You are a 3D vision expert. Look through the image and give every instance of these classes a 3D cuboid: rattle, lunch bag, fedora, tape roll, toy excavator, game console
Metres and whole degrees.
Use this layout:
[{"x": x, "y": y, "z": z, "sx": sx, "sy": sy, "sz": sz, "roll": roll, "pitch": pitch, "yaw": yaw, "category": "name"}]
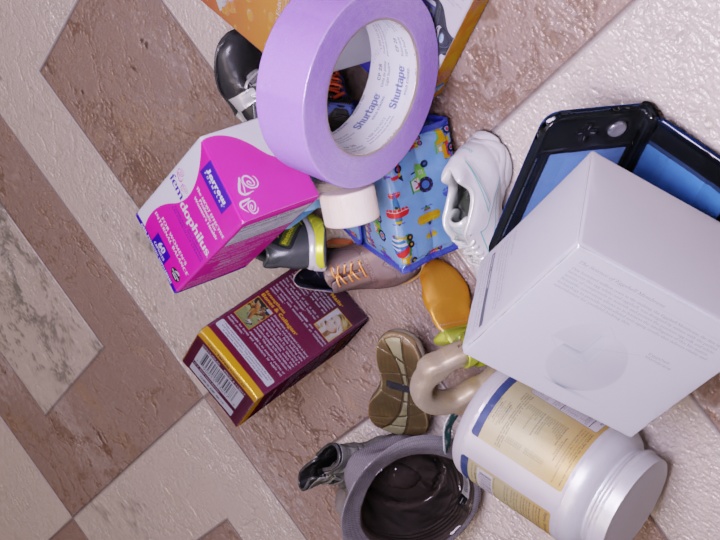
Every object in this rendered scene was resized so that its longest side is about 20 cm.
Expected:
[{"x": 0.101, "y": 0.107, "z": 1.722, "sx": 0.143, "sy": 0.130, "sz": 0.200, "roll": 47, "pitch": 170, "yaw": 29, "category": "rattle"}, {"x": 0.018, "y": -0.105, "z": 1.658, "sx": 0.200, "sy": 0.094, "sz": 0.152, "roll": 26, "pitch": 134, "yaw": 54, "category": "lunch bag"}, {"x": 0.050, "y": 0.261, "z": 1.818, "sx": 0.090, "sy": 0.199, "sz": 0.178, "roll": 45, "pitch": 124, "yaw": 54, "category": "fedora"}, {"x": -0.010, "y": -0.185, "z": 1.452, "sx": 0.065, "sy": 0.200, "sz": 0.201, "roll": 22, "pitch": 132, "yaw": 35, "category": "tape roll"}, {"x": -0.049, "y": -0.093, "z": 1.605, "sx": 0.199, "sy": 0.194, "sz": 0.101, "roll": -4, "pitch": 109, "yaw": 26, "category": "toy excavator"}, {"x": 0.239, "y": -0.049, "z": 1.415, "sx": 0.201, "sy": 0.170, "sz": 0.119, "roll": 108, "pitch": 146, "yaw": -46, "category": "game console"}]

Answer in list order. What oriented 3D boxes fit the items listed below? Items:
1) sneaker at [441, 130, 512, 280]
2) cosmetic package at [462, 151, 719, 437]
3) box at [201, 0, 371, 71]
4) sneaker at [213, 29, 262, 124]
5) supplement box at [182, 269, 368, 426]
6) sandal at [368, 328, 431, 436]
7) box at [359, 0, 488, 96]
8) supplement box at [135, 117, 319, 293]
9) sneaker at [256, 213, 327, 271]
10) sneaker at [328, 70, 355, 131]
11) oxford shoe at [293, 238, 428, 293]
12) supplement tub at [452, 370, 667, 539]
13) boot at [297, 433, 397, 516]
[{"x": 0.123, "y": -0.043, "z": 1.576, "sx": 0.070, "sy": 0.080, "sz": 0.201, "roll": 12, "pitch": 126, "yaw": 41, "category": "sneaker"}, {"x": 0.235, "y": 0.026, "z": 1.387, "sx": 0.198, "sy": 0.124, "sz": 0.200, "roll": 27, "pitch": 141, "yaw": -14, "category": "cosmetic package"}, {"x": -0.077, "y": -0.305, "z": 1.551, "sx": 0.200, "sy": 0.097, "sz": 0.125, "roll": 43, "pitch": 140, "yaw": 39, "category": "box"}, {"x": -0.105, "y": -0.188, "z": 1.732, "sx": 0.088, "sy": 0.074, "sz": 0.201, "roll": 17, "pitch": 138, "yaw": 41, "category": "sneaker"}, {"x": -0.103, "y": 0.083, "z": 1.820, "sx": 0.110, "sy": 0.200, "sz": 0.086, "roll": 49, "pitch": 144, "yaw": 8, "category": "supplement box"}, {"x": 0.054, "y": 0.132, "z": 1.799, "sx": 0.080, "sy": 0.054, "sz": 0.201, "roll": 17, "pitch": 139, "yaw": 15, "category": "sandal"}, {"x": 0.057, "y": -0.263, "z": 1.519, "sx": 0.119, "sy": 0.041, "sz": 0.200, "roll": 46, "pitch": 145, "yaw": 14, "category": "box"}, {"x": -0.142, "y": -0.068, "z": 1.554, "sx": 0.102, "sy": 0.103, "sz": 0.200, "roll": 62, "pitch": 144, "yaw": 8, "category": "supplement box"}, {"x": -0.099, "y": -0.054, "z": 1.763, "sx": 0.200, "sy": 0.084, "sz": 0.075, "roll": -137, "pitch": 46, "yaw": -65, "category": "sneaker"}, {"x": -0.050, "y": -0.203, "z": 1.601, "sx": 0.200, "sy": 0.075, "sz": 0.079, "roll": -126, "pitch": 46, "yaw": -59, "category": "sneaker"}, {"x": 0.000, "y": 0.000, "z": 1.748, "sx": 0.199, "sy": 0.073, "sz": 0.072, "roll": -10, "pitch": 109, "yaw": 51, "category": "oxford shoe"}, {"x": 0.214, "y": 0.204, "z": 1.602, "sx": 0.199, "sy": 0.144, "sz": 0.145, "roll": 32, "pitch": 137, "yaw": 29, "category": "supplement tub"}, {"x": -0.027, "y": 0.264, "z": 1.919, "sx": 0.200, "sy": 0.130, "sz": 0.068, "roll": -55, "pitch": 46, "yaw": 48, "category": "boot"}]
